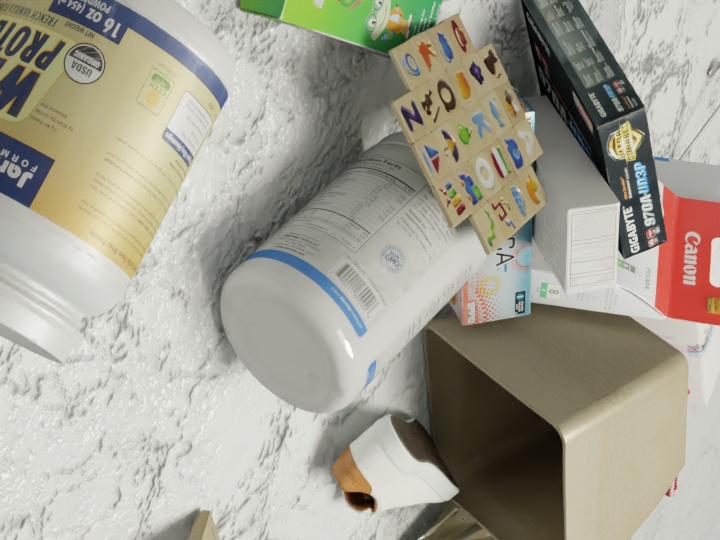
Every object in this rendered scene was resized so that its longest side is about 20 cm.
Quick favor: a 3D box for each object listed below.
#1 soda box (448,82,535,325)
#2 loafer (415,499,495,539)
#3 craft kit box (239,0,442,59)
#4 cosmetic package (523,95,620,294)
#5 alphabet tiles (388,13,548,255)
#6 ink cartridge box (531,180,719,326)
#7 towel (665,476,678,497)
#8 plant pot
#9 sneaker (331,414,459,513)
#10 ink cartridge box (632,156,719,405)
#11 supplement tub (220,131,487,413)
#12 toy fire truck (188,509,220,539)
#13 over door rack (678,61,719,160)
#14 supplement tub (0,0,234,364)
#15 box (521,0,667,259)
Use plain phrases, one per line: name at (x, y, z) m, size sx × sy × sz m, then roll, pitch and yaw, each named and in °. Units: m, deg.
soda box at (0.109, -0.057, 1.400) m, size 0.067 × 0.064 × 0.202 m, roll -9°, pitch 122°, yaw -12°
loafer at (0.098, 0.260, 1.575) m, size 0.199 × 0.068 × 0.076 m, roll -27°, pitch 128°, yaw -27°
craft kit box at (0.009, -0.265, 1.183) m, size 0.197 × 0.048 × 0.203 m, roll 6°, pitch 101°, yaw -54°
cosmetic package at (0.169, -0.069, 1.394) m, size 0.050 × 0.201 × 0.083 m, roll -7°, pitch 123°, yaw -9°
alphabet tiles at (0.085, -0.107, 1.241) m, size 0.168 × 0.006 × 0.200 m, roll 63°, pitch 31°, yaw -7°
ink cartridge box at (0.255, -0.031, 1.486) m, size 0.050 × 0.197 × 0.162 m, roll 88°, pitch 12°, yaw -48°
towel at (0.240, 0.118, 1.591) m, size 0.022 × 0.199 × 0.146 m, roll -24°, pitch 127°, yaw -29°
plant pot at (0.189, 0.134, 1.475) m, size 0.176 × 0.199 × 0.202 m, roll -26°, pitch 130°, yaw -24°
sneaker at (0.026, 0.178, 1.442) m, size 0.084 × 0.073 × 0.200 m, roll -34°, pitch 155°, yaw 8°
ink cartridge box at (0.293, 0.008, 1.634) m, size 0.145 × 0.146 × 0.202 m, roll -58°, pitch 148°, yaw -39°
supplement tub at (0.000, 0.000, 1.229) m, size 0.200 × 0.131 × 0.133 m, roll -43°, pitch 139°, yaw -35°
toy fire truck at (-0.148, 0.286, 1.193) m, size 0.199 × 0.128 × 0.178 m, roll -29°, pitch 131°, yaw -33°
over door rack at (0.402, -0.111, 1.826) m, size 0.202 × 0.066 × 0.148 m, roll -63°, pitch 148°, yaw -11°
supplement tub at (-0.174, -0.064, 0.922) m, size 0.202 × 0.143 × 0.144 m, roll -63°, pitch 147°, yaw -11°
box at (0.202, -0.134, 1.410) m, size 0.045 × 0.201 × 0.160 m, roll -20°, pitch 136°, yaw 0°
